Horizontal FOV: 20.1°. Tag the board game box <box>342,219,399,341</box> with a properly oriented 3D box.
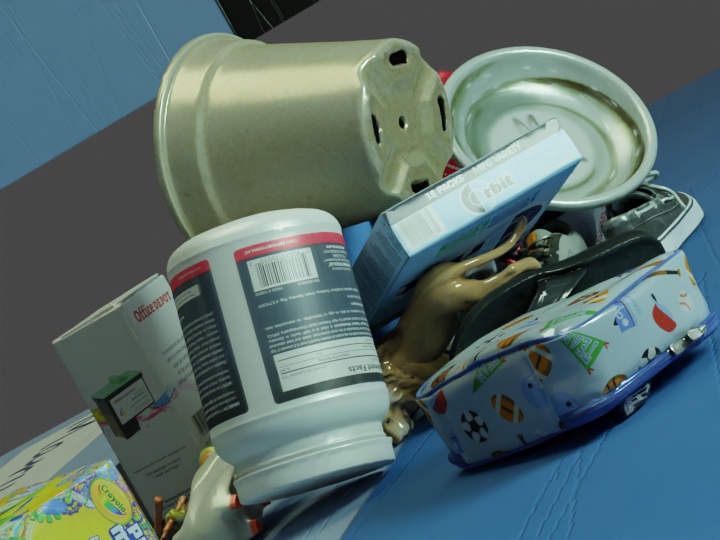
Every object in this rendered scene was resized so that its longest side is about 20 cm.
[{"bbox_3d":[0.000,0.000,1.805,0.039,0.201,0.158,-5,-5,22],"label":"board game box"}]

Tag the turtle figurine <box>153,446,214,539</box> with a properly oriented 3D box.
[{"bbox_3d":[-0.103,0.153,1.796,0.201,0.064,0.161,-62,-10,14],"label":"turtle figurine"}]

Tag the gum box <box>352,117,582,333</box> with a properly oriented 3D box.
[{"bbox_3d":[0.076,-0.031,1.644,0.170,0.045,0.200,-30,-11,-20],"label":"gum box"}]

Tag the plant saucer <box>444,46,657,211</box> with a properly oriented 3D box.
[{"bbox_3d":[0.163,-0.115,1.814,0.200,0.200,0.050,-33,-29,-33],"label":"plant saucer"}]

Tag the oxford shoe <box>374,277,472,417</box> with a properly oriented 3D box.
[{"bbox_3d":[0.040,0.090,1.739,0.200,0.072,0.085,-49,-22,-39],"label":"oxford shoe"}]

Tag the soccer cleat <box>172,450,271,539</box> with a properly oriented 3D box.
[{"bbox_3d":[-0.093,0.154,1.637,0.077,0.069,0.200,-23,22,32],"label":"soccer cleat"}]

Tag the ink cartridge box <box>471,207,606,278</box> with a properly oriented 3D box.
[{"bbox_3d":[0.149,-0.046,1.917,0.200,0.084,0.145,-33,-34,-28],"label":"ink cartridge box"}]

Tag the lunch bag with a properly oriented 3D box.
[{"bbox_3d":[0.143,0.058,1.367,0.160,0.076,0.200,-31,4,-38],"label":"lunch bag"}]

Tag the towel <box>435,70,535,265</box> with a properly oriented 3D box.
[{"bbox_3d":[0.104,-0.097,1.835,0.023,0.144,0.200,103,-171,-48],"label":"towel"}]

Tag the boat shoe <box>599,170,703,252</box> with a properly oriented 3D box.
[{"bbox_3d":[0.253,-0.049,1.820,0.073,0.068,0.199,-27,6,28],"label":"boat shoe"}]

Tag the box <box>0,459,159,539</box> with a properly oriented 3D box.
[{"bbox_3d":[-0.269,0.250,1.520,0.192,0.122,0.200,-33,5,-31],"label":"box"}]

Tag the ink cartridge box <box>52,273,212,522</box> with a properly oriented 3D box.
[{"bbox_3d":[-0.194,0.119,1.944,0.084,0.201,0.145,-28,5,15],"label":"ink cartridge box"}]

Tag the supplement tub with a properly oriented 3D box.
[{"bbox_3d":[-0.059,0.065,1.544,0.140,0.201,0.140,-15,-10,-3],"label":"supplement tub"}]

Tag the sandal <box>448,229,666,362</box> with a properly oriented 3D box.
[{"bbox_3d":[0.158,0.031,1.591,0.200,0.076,0.048,-30,31,-11],"label":"sandal"}]

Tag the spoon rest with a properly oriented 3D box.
[{"bbox_3d":[0.153,0.002,1.847,0.200,0.061,0.100,-37,-24,-46],"label":"spoon rest"}]

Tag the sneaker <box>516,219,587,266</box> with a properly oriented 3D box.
[{"bbox_3d":[0.155,0.012,1.722,0.074,0.080,0.200,-26,7,21],"label":"sneaker"}]

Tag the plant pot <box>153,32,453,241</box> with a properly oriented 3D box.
[{"bbox_3d":[-0.035,-0.108,1.638,0.183,0.201,0.200,-8,17,35],"label":"plant pot"}]

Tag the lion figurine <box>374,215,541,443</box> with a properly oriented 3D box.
[{"bbox_3d":[0.058,0.044,1.619,0.122,0.072,0.201,-7,-52,-39],"label":"lion figurine"}]
